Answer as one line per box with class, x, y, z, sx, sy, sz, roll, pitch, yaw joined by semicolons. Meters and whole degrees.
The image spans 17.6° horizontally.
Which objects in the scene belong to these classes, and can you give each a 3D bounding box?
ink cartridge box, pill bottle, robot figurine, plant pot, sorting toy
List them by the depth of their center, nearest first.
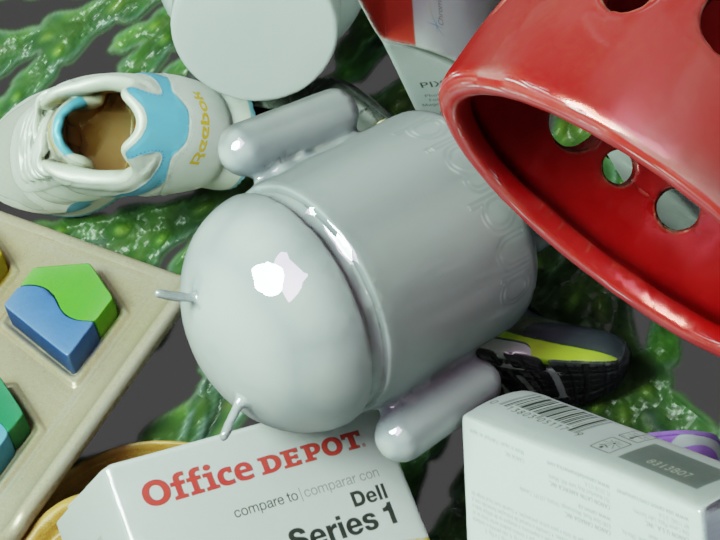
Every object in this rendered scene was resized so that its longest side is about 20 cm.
plant pot;0.159;-0.084;0.949;0.200;0.201;0.183;31;80;28
ink cartridge box;0.110;0.168;1.020;0.162;0.057;0.201;18;120;53
robot figurine;0.000;0.000;1.056;0.199;0.113;0.170;-29;85;-31
ink cartridge box;-0.034;0.173;1.062;0.144;0.084;0.201;-14;73;-28
ink cartridge box;0.032;-0.172;1.156;0.057;0.200;0.164;-7;67;7
pill bottle;-0.049;-0.175;1.203;0.112;0.113;0.201;-17;34;14
sorting toy;-0.209;0.042;1.228;0.199;0.037;0.186;16;55;28

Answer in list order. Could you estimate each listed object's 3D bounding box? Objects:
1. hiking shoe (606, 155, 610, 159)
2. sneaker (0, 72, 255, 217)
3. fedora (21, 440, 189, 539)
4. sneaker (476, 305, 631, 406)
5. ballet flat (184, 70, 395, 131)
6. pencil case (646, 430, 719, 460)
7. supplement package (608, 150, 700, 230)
hiking shoe;0.167;-0.148;1.159;0.086;0.074;0.201;14;95;14
sneaker;-0.146;-0.072;1.232;0.199;0.080;0.077;-7;81;46
fedora;-0.111;0.168;1.150;0.199;0.082;0.202;-7;68;18
sneaker;0.046;0.008;1.164;0.199;0.074;0.081;19;74;24
ballet flat;-0.026;-0.070;1.206;0.200;0.066;0.057;23;76;50
pencil case;0.153;0.172;1.054;0.085;0.084;0.201;-5;65;-20
supplement package;0.224;-0.096;1.109;0.121;0.120;0.200;40;87;29
